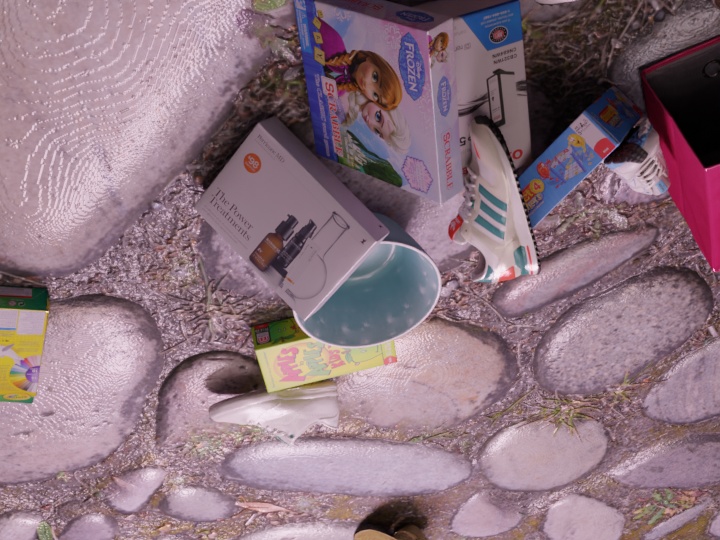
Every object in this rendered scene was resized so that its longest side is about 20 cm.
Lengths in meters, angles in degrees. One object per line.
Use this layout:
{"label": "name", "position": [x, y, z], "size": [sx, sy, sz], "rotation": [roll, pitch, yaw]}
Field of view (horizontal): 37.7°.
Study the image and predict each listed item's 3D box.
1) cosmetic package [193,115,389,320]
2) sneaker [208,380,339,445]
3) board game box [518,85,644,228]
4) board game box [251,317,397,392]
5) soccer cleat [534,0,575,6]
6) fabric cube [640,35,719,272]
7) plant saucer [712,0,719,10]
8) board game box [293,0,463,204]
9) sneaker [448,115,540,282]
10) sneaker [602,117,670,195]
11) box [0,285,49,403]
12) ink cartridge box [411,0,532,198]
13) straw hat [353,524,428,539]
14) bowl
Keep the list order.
{"label": "cosmetic package", "position": [-0.085, -0.062, 1.279], "size": [0.200, 0.052, 0.151], "rotation": [45, 117, 4]}
{"label": "sneaker", "position": [-0.128, 0.223, 1.598], "size": [0.199, 0.089, 0.075], "rotation": [-7, 180, -9]}
{"label": "board game box", "position": [0.245, -0.125, 1.300], "size": [0.056, 0.196, 0.200], "rotation": [45, 118, 4]}
{"label": "board game box", "position": [-0.051, 0.109, 1.548], "size": [0.199, 0.048, 0.102], "rotation": [-13, 137, -3]}
{"label": "soccer cleat", "position": [0.267, -0.337, 1.130], "size": [0.199, 0.068, 0.073], "rotation": [-2, 143, 32]}
{"label": "fabric cube", "position": [0.488, -0.159, 1.324], "size": [0.195, 0.201, 0.200], "rotation": [-22, 138, 6]}
{"label": "plant saucer", "position": [0.495, -0.355, 1.196], "size": [0.199, 0.032, 0.200], "rotation": [-12, 165, -3]}
{"label": "board game box", "position": [0.019, -0.192, 1.140], "size": [0.041, 0.199, 0.201], "rotation": [-34, 132, -32]}
{"label": "sneaker", "position": [0.138, -0.072, 1.190], "size": [0.093, 0.070, 0.201], "rotation": [-17, 116, 8]}
{"label": "sneaker", "position": [0.351, -0.132, 1.303], "size": [0.075, 0.200, 0.087], "rotation": [-44, 86, 13]}
{"label": "box", "position": [-0.487, 0.106, 1.421], "size": [0.117, 0.049, 0.201], "rotation": [5, 130, -21]}
{"label": "ink cartridge box", "position": [0.110, -0.202, 1.202], "size": [0.145, 0.084, 0.201], "rotation": [-20, 121, -14]}
{"label": "straw hat", "position": [0.089, 0.525, 1.975], "size": [0.085, 0.200, 0.202], "rotation": [-45, 149, -34]}
{"label": "bowl", "position": [0.000, 0.000, 1.411], "size": [0.199, 0.105, 0.202], "rotation": [-8, 135, -8]}
